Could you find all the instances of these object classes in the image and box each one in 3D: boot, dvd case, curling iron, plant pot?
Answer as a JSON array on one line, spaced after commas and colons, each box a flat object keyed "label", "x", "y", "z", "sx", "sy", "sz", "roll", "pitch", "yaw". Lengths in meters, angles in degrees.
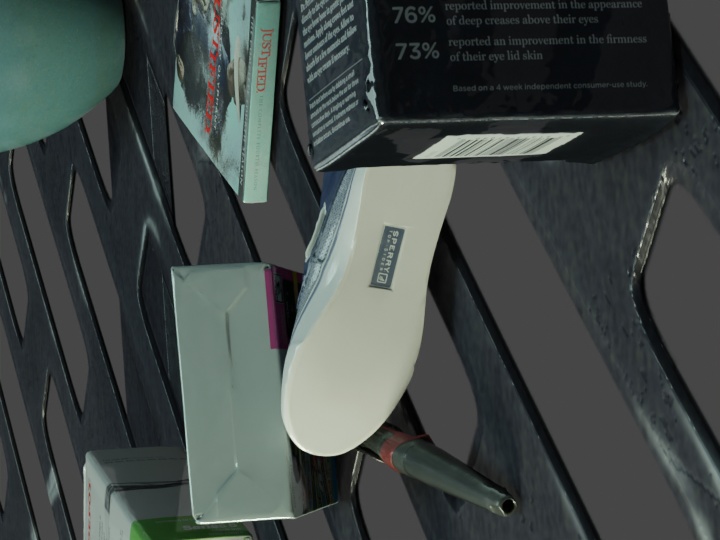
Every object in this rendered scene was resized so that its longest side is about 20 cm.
[{"label": "boot", "x": 0.000, "y": 0.000, "z": 1.397, "sx": 0.090, "sy": 0.072, "sz": 0.201, "roll": -129, "pitch": 57, "yaw": -69}, {"label": "dvd case", "x": -0.096, "y": -0.151, "z": 1.747, "sx": 0.200, "sy": 0.022, "sz": 0.147, "roll": -130, "pitch": 41, "yaw": -59}, {"label": "curling iron", "x": 0.035, "y": 0.104, "z": 1.376, "sx": 0.200, "sy": 0.049, "sz": 0.026, "roll": 16, "pitch": 85, "yaw": 64}, {"label": "plant pot", "x": -0.273, "y": -0.199, "z": 2.084, "sx": 0.200, "sy": 0.134, "sz": 0.202, "roll": 177, "pitch": 90, "yaw": -72}]

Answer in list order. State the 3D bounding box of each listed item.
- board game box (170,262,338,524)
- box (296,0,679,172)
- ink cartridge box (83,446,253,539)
[{"label": "board game box", "x": -0.060, "y": 0.073, "z": 1.489, "sx": 0.200, "sy": 0.064, "sz": 0.149, "roll": 23, "pitch": -117, "yaw": -83}, {"label": "box", "x": 0.050, "y": -0.153, "z": 1.124, "sx": 0.104, "sy": 0.147, "sz": 0.201, "roll": 151, "pitch": 116, "yaw": -70}, {"label": "ink cartridge box", "x": -0.148, "y": 0.232, "z": 1.855, "sx": 0.200, "sy": 0.083, "sz": 0.147, "roll": -139, "pitch": 49, "yaw": -65}]
